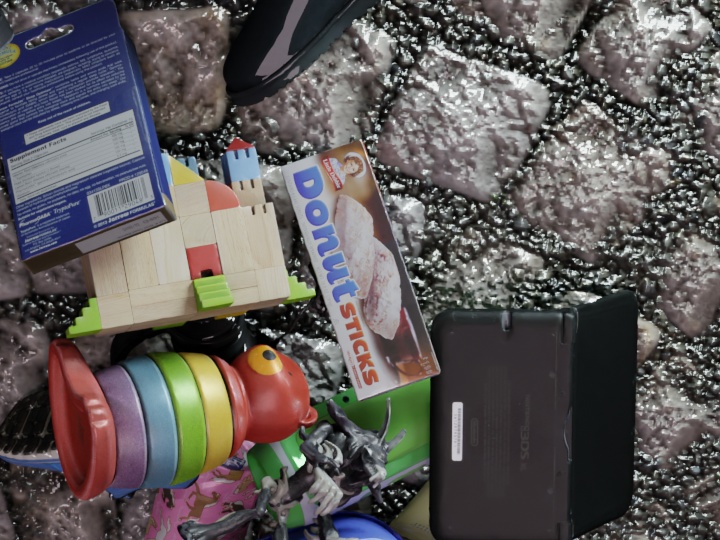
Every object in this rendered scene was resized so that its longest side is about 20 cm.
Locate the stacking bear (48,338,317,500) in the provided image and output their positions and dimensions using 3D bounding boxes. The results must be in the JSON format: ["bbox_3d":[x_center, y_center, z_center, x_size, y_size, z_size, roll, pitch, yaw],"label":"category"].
[{"bbox_3d":[-0.135,0.110,1.574,0.199,0.122,0.114,-9,127,-23],"label":"stacking bear"}]

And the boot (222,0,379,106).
[{"bbox_3d":[-0.070,-0.245,1.513,0.200,0.076,0.168,-40,116,9],"label":"boot"}]

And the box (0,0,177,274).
[{"bbox_3d":[-0.220,-0.106,1.537,0.121,0.201,0.032,-20,153,8],"label":"box"}]

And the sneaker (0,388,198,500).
[{"bbox_3d":[-0.225,0.158,1.688,0.199,0.079,0.089,4,135,26],"label":"sneaker"}]

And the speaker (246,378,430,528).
[{"bbox_3d":[0.008,0.141,1.679,0.199,0.088,0.089,-25,118,-14],"label":"speaker"}]

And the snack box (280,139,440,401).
[{"bbox_3d":[0.000,0.000,1.616,0.072,0.024,0.201,-19,85,2],"label":"snack box"}]

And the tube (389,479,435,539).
[{"bbox_3d":[0.107,0.173,1.753,0.058,0.052,0.200,44,117,18],"label":"tube"}]

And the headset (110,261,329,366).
[{"bbox_3d":[-0.114,0.051,1.667,0.199,0.094,0.124,-19,139,15],"label":"headset"}]

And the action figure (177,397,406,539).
[{"bbox_3d":[-0.038,0.185,1.568,0.200,0.102,0.119,-33,130,-9],"label":"action figure"}]

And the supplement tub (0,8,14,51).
[{"bbox_3d":[-0.337,-0.245,1.485,0.107,0.107,0.201,-22,116,8],"label":"supplement tub"}]

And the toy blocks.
[{"bbox_3d":[-0.144,-0.030,1.557,0.199,0.100,0.137,-10,84,-15],"label":"toy blocks"}]

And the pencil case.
[{"bbox_3d":[-0.139,0.225,1.748,0.083,0.087,0.201,-1,122,-37],"label":"pencil case"}]

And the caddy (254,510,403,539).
[{"bbox_3d":[-0.038,0.286,1.666,0.199,0.105,0.142,-18,102,-16],"label":"caddy"}]

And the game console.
[{"bbox_3d":[0.147,0.122,1.678,0.175,0.116,0.201,1,100,5],"label":"game console"}]
